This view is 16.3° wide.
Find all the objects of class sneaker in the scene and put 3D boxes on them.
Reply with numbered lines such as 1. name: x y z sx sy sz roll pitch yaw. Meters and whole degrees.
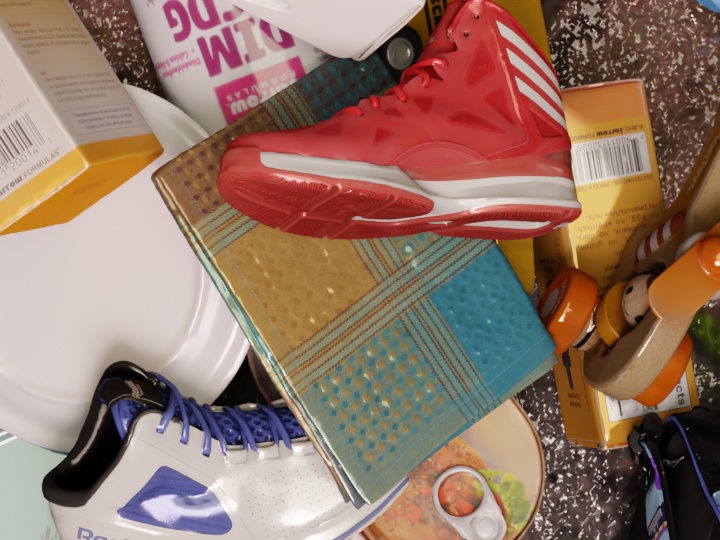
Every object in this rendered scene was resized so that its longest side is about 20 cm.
1. sneaker: 0.017 -0.079 1.267 0.199 0.078 0.116 6 72 -31
2. sneaker: -0.078 0.096 1.292 0.198 0.081 0.116 -23 122 -5

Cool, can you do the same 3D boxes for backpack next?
1. backpack: 0.213 0.192 1.335 0.134 0.200 0.184 2 119 -11

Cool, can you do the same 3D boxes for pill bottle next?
1. pill bottle: -0.055 -0.118 1.354 0.113 0.113 0.201 -21 93 -10

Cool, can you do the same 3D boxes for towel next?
1. towel: 0.000 0.000 1.291 0.146 0.022 0.201 -34 94 -22

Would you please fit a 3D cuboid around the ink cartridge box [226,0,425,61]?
1. ink cartridge box: -0.018 -0.231 1.279 0.145 0.084 0.201 25 64 -18

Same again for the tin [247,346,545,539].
1. tin: 0.019 0.076 1.384 0.112 0.042 0.200 -36 82 -6

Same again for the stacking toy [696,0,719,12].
1. stacking toy: 0.229 -0.212 1.364 0.116 0.200 0.110 45 82 -7

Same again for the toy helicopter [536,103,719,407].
1. toy helicopter: 0.175 -0.024 1.320 0.079 0.132 0.201 29 82 -11

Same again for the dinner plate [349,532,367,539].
1. dinner plate: -0.057 0.205 1.380 0.199 0.024 0.202 1 76 -4

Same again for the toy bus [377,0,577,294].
1. toy bus: 0.065 -0.084 1.360 0.078 0.065 0.201 -13 85 33

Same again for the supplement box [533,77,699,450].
1. supplement box: 0.137 -0.003 1.413 0.068 0.067 0.202 -8 91 -13

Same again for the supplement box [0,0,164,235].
1. supplement box: -0.196 -0.119 1.253 0.073 0.126 0.201 -33 87 14

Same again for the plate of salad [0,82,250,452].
1. plate of salad: -0.146 -0.003 1.343 0.199 0.048 0.202 1 96 11

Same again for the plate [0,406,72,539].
1. plate: -0.168 0.149 1.357 0.199 0.026 0.202 1 79 -5
